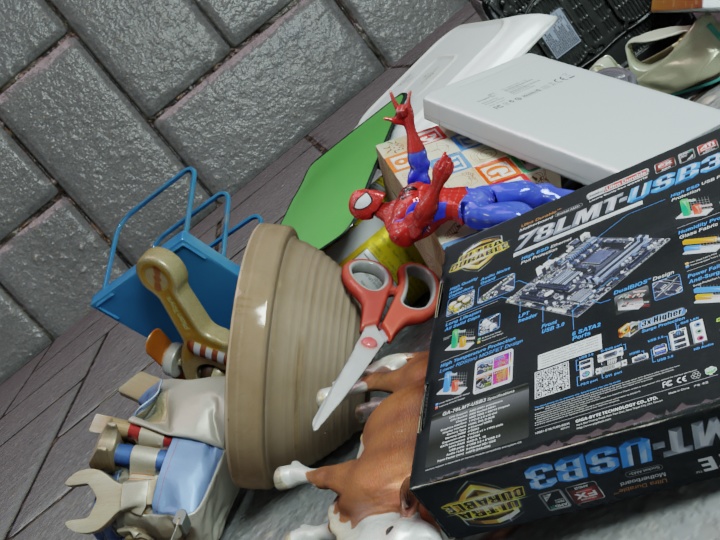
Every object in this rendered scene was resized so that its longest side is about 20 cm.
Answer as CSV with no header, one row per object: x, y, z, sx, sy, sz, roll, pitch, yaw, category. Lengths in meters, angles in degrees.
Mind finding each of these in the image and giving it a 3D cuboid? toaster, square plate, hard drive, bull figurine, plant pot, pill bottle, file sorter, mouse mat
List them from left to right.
-0.149,0.008,0.929,0.139,0.200,0.123,-32,41,28,file sorter
-0.038,0.066,0.674,0.093,0.201,0.201,4,21,3,plant pot
-0.031,-0.070,0.819,0.161,0.008,0.200,-31,29,43,mouse mat
0.000,0.000,0.826,0.200,0.113,0.113,-40,14,-4,pill bottle
0.017,0.113,0.516,0.121,0.065,0.200,-10,25,31,bull figurine
0.071,-0.178,0.860,0.200,0.028,0.198,-45,20,-3,square plate
0.229,-0.289,0.964,0.181,0.200,0.119,-38,19,9,toaster
0.164,-0.118,0.685,0.132,0.027,0.200,-27,38,-29,hard drive

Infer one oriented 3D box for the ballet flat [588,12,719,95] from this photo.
0.257,-0.184,0.840,0.200,0.069,0.069,-20,24,53,ballet flat

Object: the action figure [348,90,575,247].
0.081,-0.063,0.576,0.200,0.099,0.065,-1,37,21,action figure

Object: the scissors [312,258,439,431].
0.015,0.044,0.578,0.200,0.073,0.014,-79,3,-60,scissors

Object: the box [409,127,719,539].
0.129,0.024,0.454,0.200,0.050,0.199,-23,29,25,box

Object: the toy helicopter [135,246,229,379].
-0.157,0.063,0.845,0.132,0.200,0.079,-6,33,35,toy helicopter

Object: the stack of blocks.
0.096,-0.049,0.682,0.115,0.059,0.200,-18,35,-5,stack of blocks

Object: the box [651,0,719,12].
0.326,-0.289,0.773,0.097,0.124,0.200,1,15,6,box

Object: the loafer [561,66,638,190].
0.181,-0.091,0.791,0.200,0.063,0.072,-47,45,-6,loafer

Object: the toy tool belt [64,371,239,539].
-0.163,0.164,0.683,0.123,0.125,0.200,7,47,13,toy tool belt
